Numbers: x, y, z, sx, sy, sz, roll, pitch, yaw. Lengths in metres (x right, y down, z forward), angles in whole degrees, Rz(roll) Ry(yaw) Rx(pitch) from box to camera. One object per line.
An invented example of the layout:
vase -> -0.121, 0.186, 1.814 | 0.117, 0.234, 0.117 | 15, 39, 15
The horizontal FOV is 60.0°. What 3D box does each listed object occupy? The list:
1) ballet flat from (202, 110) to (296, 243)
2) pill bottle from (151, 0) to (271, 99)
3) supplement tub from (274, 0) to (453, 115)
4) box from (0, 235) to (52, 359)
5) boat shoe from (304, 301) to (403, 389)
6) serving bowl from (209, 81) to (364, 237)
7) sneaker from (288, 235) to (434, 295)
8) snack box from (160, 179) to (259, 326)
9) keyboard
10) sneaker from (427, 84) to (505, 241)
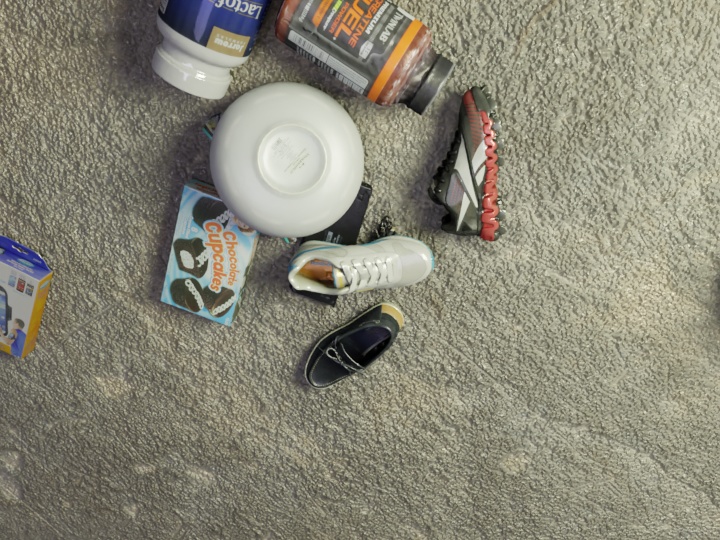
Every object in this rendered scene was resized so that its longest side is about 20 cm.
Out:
ballet flat -> -0.128, -0.131, 0.843 | 0.072, 0.072, 0.200 | -28, 109, 21
pill bottle -> -0.169, -0.313, 0.730 | 0.116, 0.116, 0.200 | 28, 118, -4
supplement tub -> 0.008, -0.265, 0.727 | 0.200, 0.107, 0.107 | 31, 117, -6
box -> -0.582, 0.042, 1.024 | 0.119, 0.041, 0.200 | 26, 120, -3
boat shoe -> -0.016, 0.123, 0.946 | 0.075, 0.062, 0.200 | 44, 117, -14
serving bowl -> -0.089, -0.139, 0.783 | 0.200, 0.066, 0.200 | -1, 97, -10
sneaker -> 0.000, 0.000, 0.849 | 0.200, 0.081, 0.077 | -3, 113, 11
snack box -> -0.220, -0.023, 0.925 | 0.116, 0.037, 0.200 | 20, 117, 0
keyboard -> -0.022, -0.035, 0.894 | 0.127, 0.021, 0.200 | 20, 119, 2
sneaker -> 0.132, -0.129, 0.788 | 0.098, 0.071, 0.201 | -2, 117, 9
